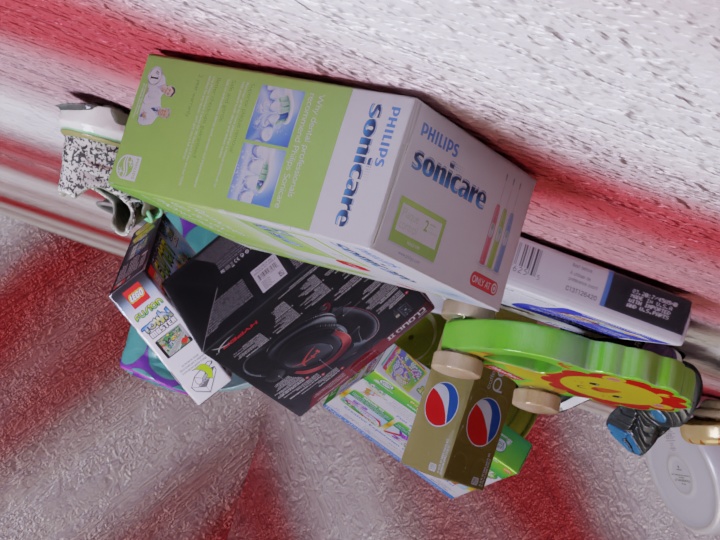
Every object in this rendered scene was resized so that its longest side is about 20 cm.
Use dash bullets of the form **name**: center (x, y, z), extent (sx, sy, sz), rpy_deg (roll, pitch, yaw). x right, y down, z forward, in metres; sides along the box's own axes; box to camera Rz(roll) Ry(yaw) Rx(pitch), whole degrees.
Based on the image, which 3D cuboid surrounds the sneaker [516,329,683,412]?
- **sneaker**: center (0.215, 0.081, 1.401), extent (0.199, 0.076, 0.088), rpy_deg (-15, 131, 44)

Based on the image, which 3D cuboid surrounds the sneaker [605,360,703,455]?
- **sneaker**: center (0.315, 0.125, 1.487), extent (0.073, 0.082, 0.200), rpy_deg (42, 160, 9)

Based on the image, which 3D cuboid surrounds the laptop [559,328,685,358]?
- **laptop**: center (0.243, 0.123, 1.571), extent (0.198, 0.117, 0.187), rpy_deg (17, 175, 12)

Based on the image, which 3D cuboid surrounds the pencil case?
- **pencil case**: center (-0.167, 0.015, 1.374), extent (0.084, 0.202, 0.092), rpy_deg (17, 178, 7)

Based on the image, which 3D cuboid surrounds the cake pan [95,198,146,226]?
- **cake pan**: center (-0.207, -0.060, 1.645), extent (0.198, 0.037, 0.200), rpy_deg (18, 175, 2)

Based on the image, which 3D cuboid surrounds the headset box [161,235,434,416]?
- **headset box**: center (-0.039, 0.024, 1.112), extent (0.075, 0.148, 0.200), rpy_deg (54, -174, 30)

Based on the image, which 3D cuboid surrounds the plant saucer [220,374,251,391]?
- **plant saucer**: center (-0.106, 0.065, 1.467), extent (0.200, 0.201, 0.039), rpy_deg (13, 140, 46)

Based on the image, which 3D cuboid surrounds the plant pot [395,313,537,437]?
- **plant pot**: center (0.099, 0.117, 1.735), extent (0.199, 0.202, 0.193), rpy_deg (14, 162, 34)

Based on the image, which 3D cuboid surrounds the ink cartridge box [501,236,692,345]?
- **ink cartridge box**: center (0.142, 0.011, 1.154), extent (0.195, 0.048, 0.200), rpy_deg (18, 178, -10)

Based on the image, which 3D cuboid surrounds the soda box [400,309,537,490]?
- **soda box**: center (0.112, 0.113, 1.433), extent (0.067, 0.202, 0.064), rpy_deg (22, 173, -42)

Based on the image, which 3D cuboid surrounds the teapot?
- **teapot**: center (0.487, 0.252, 1.921), extent (0.145, 0.199, 0.200), rpy_deg (-18, -136, -21)

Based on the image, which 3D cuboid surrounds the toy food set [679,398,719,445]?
- **toy food set**: center (0.447, 0.166, 1.495), extent (0.196, 0.049, 0.199), rpy_deg (2, 175, 29)

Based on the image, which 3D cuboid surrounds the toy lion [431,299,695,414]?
- **toy lion**: center (0.190, 0.085, 1.255), extent (0.190, 0.070, 0.199), rpy_deg (0, 162, 45)

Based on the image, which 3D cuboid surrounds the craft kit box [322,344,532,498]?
- **craft kit box**: center (0.071, 0.176, 1.625), extent (0.199, 0.049, 0.197), rpy_deg (36, 158, -6)

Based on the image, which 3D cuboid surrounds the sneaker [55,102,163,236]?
- **sneaker**: center (-0.176, -0.069, 1.156), extent (0.076, 0.090, 0.199), rpy_deg (13, 173, 43)

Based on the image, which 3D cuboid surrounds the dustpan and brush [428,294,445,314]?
- **dustpan and brush**: center (0.000, 0.000, 1.544), extent (0.199, 0.058, 0.139), rpy_deg (14, 178, -45)

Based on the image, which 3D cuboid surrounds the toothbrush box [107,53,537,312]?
- **toothbrush box**: center (-0.022, -0.051, 0.823), extent (0.198, 0.087, 0.145), rpy_deg (13, 173, 35)

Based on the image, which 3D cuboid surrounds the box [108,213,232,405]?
- **box**: center (-0.147, 0.025, 1.150), extent (0.110, 0.035, 0.200), rpy_deg (53, -174, -15)
